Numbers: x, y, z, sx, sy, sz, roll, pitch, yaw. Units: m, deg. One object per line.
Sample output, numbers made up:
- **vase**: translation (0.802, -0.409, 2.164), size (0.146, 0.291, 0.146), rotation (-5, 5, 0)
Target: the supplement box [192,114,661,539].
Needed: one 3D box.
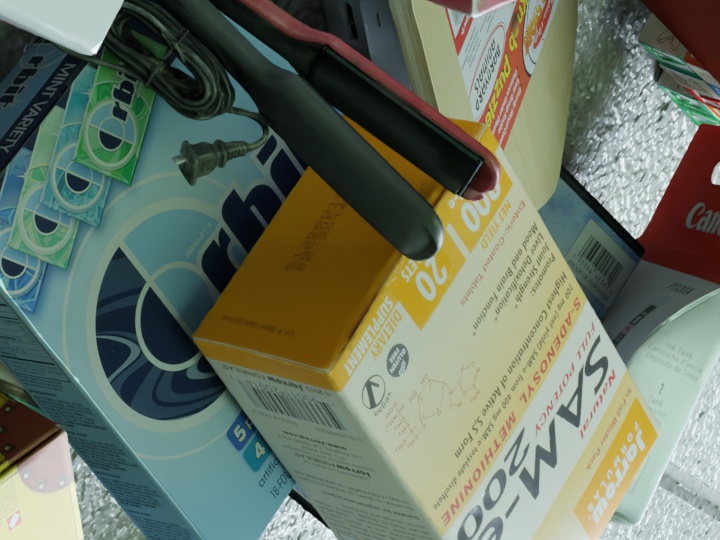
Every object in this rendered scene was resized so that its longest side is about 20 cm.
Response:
- **supplement box**: translation (0.033, 0.047, 1.130), size (0.126, 0.074, 0.200), rotation (-57, 137, -24)

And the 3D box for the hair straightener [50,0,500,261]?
- **hair straightener**: translation (-0.047, -0.071, 1.026), size (0.077, 0.200, 0.041), rotation (-50, -178, -28)

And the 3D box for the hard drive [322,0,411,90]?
- **hard drive**: translation (0.057, -0.167, 1.255), size (0.200, 0.026, 0.132), rotation (-43, 142, -28)

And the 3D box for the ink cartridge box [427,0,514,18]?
- **ink cartridge box**: translation (0.011, -0.174, 1.029), size (0.145, 0.200, 0.083), rotation (-28, 130, -42)

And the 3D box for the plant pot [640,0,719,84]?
- **plant pot**: translation (0.197, -0.183, 1.198), size (0.200, 0.200, 0.176), rotation (-41, 136, 6)

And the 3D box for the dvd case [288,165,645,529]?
- **dvd case**: translation (0.035, 0.030, 1.291), size (0.143, 0.018, 0.200), rotation (42, 77, -34)

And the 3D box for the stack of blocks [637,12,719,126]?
- **stack of blocks**: translation (0.215, -0.095, 1.441), size (0.200, 0.115, 0.059), rotation (33, 84, -56)

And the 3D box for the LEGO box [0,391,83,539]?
- **LEGO box**: translation (-0.215, 0.101, 0.946), size (0.200, 0.149, 0.077), rotation (-37, 139, -34)

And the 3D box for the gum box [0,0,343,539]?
- **gum box**: translation (-0.068, -0.009, 1.102), size (0.170, 0.045, 0.200), rotation (-55, 130, -26)

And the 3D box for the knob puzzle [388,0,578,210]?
- **knob puzzle**: translation (0.053, -0.104, 1.207), size (0.220, 0.030, 0.220), rotation (4, 90, -69)

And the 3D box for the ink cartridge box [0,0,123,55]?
- **ink cartridge box**: translation (-0.167, -0.147, 0.846), size (0.200, 0.146, 0.084), rotation (24, 91, -57)

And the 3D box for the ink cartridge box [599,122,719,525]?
- **ink cartridge box**: translation (0.131, 0.014, 1.368), size (0.057, 0.163, 0.200), rotation (23, 90, -16)

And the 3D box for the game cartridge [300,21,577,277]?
- **game cartridge**: translation (0.000, 0.000, 1.226), size (0.200, 0.038, 0.130), rotation (40, 73, -36)

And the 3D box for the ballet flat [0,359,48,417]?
- **ballet flat**: translation (-0.092, 0.049, 1.165), size (0.200, 0.069, 0.069), rotation (35, 82, -53)
